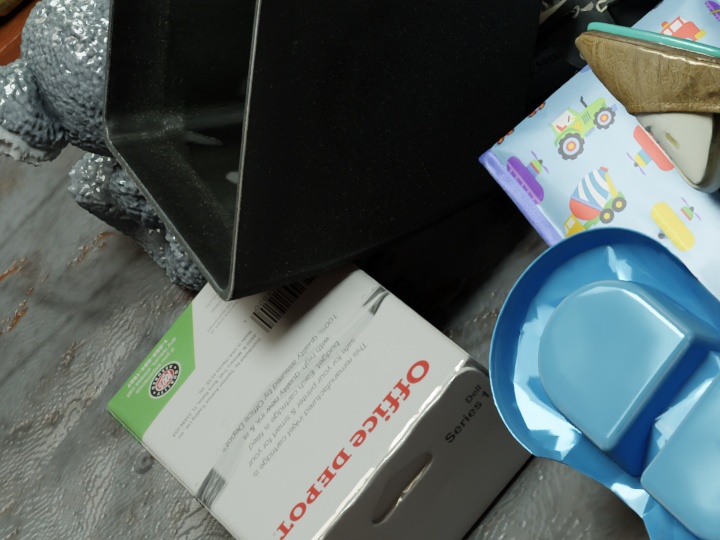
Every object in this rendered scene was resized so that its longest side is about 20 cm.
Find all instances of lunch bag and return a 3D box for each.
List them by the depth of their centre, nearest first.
[{"bbox_3d":[0.175,-0.025,1.225,0.150,0.094,0.200,-40,46,6],"label":"lunch bag"}]

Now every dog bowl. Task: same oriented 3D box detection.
[{"bbox_3d":[0.145,0.066,1.142,0.200,0.049,0.112,43,101,35],"label":"dog bowl"}]

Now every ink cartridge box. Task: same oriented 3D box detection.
[{"bbox_3d":[-0.020,0.076,1.315,0.146,0.084,0.200,-50,41,-1],"label":"ink cartridge box"}]

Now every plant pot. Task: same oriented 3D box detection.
[{"bbox_3d":[-0.017,-0.124,1.334,0.200,0.176,0.201,-132,43,-51],"label":"plant pot"}]

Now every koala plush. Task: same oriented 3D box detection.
[{"bbox_3d":[-0.118,-0.098,1.488,0.177,0.200,0.184,-43,36,6],"label":"koala plush"}]

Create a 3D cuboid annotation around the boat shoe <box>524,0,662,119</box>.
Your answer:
[{"bbox_3d":[0.123,-0.113,1.359,0.199,0.074,0.066,-22,53,37],"label":"boat shoe"}]

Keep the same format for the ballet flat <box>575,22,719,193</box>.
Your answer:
[{"bbox_3d":[0.188,-0.068,1.171,0.199,0.068,0.073,9,91,22],"label":"ballet flat"}]

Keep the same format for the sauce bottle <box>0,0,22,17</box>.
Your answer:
[{"bbox_3d":[-0.220,-0.259,1.862,0.200,0.065,0.065,-37,37,13],"label":"sauce bottle"}]

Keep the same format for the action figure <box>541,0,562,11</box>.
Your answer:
[{"bbox_3d":[0.096,-0.193,1.437,0.199,0.102,0.120,-27,55,27],"label":"action figure"}]

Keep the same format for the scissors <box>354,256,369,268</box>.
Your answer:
[{"bbox_3d":[0.000,0.000,1.438,0.200,0.014,0.073,-54,35,-10],"label":"scissors"}]
